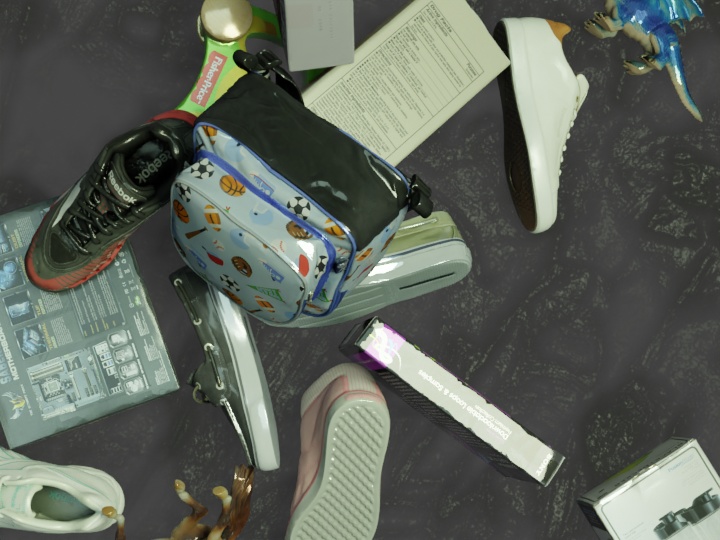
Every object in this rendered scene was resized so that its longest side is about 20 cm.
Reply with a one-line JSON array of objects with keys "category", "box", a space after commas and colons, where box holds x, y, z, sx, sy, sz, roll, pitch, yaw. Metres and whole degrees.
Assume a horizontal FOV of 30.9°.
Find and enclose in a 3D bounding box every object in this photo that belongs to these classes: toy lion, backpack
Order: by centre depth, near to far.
[{"category": "backpack", "box": [-0.061, -0.044, 1.060, 0.200, 0.191, 0.154, 42, 71, 12]}, {"category": "toy lion", "box": [-0.089, -0.127, 1.186, 0.192, 0.069, 0.200, 24, 83, -11]}]

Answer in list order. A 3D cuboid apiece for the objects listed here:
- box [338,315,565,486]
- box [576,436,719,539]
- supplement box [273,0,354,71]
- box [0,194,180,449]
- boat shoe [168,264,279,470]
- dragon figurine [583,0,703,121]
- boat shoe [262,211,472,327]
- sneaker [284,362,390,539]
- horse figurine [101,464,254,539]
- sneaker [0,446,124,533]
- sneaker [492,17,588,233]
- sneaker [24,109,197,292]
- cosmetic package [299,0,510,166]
[{"category": "box", "box": [0.075, 0.114, 1.138, 0.200, 0.143, 0.036, 38, 82, -2]}, {"category": "box", "box": [0.302, 0.265, 1.191, 0.117, 0.060, 0.200, -33, 90, -7]}, {"category": "supplement box", "box": [-0.052, -0.280, 1.127, 0.061, 0.109, 0.200, -8, 50, -6]}, {"category": "box", "box": [-0.265, 0.039, 1.154, 0.158, 0.051, 0.200, -20, 88, -9]}, {"category": "boat shoe", "box": [-0.124, 0.086, 1.159, 0.066, 0.070, 0.200, -17, 87, 1]}, {"category": "dragon figurine", "box": [0.281, -0.238, 1.229, 0.200, 0.059, 0.099, 44, 83, 0]}, {"category": "boat shoe", "box": [0.000, 0.000, 1.185, 0.200, 0.072, 0.062, -14, 58, -7]}, {"category": "sneaker", "box": [-0.022, 0.174, 1.166, 0.075, 0.105, 0.200, 9, 114, -14]}, {"category": "horse figurine", "box": [-0.174, 0.240, 1.129, 0.200, 0.133, 0.050, -20, 47, -19]}, {"category": "sneaker", "box": [-0.306, 0.187, 1.125, 0.200, 0.080, 0.071, 8, 86, -4]}, {"category": "sneaker", "box": [0.177, -0.136, 1.204, 0.085, 0.073, 0.200, -5, 90, -14]}, {"category": "sneaker", "box": [-0.210, -0.057, 1.087, 0.200, 0.098, 0.071, -42, 94, 4]}, {"category": "cosmetic package", "box": [0.025, -0.160, 1.166, 0.200, 0.071, 0.105, -41, 102, -19]}]
